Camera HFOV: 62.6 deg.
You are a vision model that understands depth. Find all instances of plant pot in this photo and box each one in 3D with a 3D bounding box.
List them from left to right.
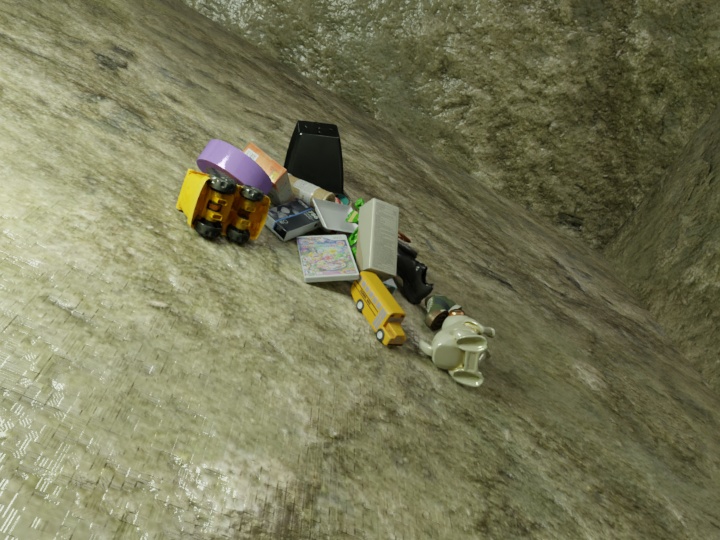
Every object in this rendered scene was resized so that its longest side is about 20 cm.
[{"bbox_3d":[-0.148,-0.382,1.948,0.195,0.181,0.201,5,29,-10],"label":"plant pot"}]

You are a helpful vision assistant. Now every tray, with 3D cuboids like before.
[{"bbox_3d":[-0.067,-0.151,1.730,0.198,0.022,0.109,4,56,-57],"label":"tray"}]

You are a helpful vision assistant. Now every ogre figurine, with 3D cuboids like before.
[{"bbox_3d":[0.020,-0.098,1.696,0.119,0.098,0.202,35,25,-34],"label":"ogre figurine"}]

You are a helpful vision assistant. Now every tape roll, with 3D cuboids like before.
[{"bbox_3d":[-0.329,-0.251,1.548,0.197,0.066,0.201,29,-14,8],"label":"tape roll"}]

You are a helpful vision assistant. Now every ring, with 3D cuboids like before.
[{"bbox_3d":[0.074,-0.138,1.881,0.198,0.019,0.200,34,0,0],"label":"ring"}]

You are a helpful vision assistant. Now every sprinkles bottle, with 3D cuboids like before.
[{"bbox_3d":[-0.169,-0.235,1.787,0.197,0.070,0.068,26,19,27],"label":"sprinkles bottle"}]

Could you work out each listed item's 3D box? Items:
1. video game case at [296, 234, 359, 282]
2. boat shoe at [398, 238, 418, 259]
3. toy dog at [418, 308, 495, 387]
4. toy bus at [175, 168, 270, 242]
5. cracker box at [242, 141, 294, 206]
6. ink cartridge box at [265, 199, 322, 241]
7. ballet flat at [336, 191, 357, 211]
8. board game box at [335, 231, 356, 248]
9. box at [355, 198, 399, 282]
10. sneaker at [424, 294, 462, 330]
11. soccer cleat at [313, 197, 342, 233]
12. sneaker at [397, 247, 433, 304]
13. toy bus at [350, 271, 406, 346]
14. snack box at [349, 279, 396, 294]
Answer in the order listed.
[{"bbox_3d":[-0.090,-0.035,1.562,0.140,0.018,0.201,-3,34,-12],"label":"video game case"},{"bbox_3d":[0.085,-0.086,1.805,0.198,0.058,0.067,32,0,1],"label":"boat shoe"},{"bbox_3d":[0.255,0.189,1.539,0.189,0.143,0.200,-1,20,15],"label":"toy dog"},{"bbox_3d":[-0.349,-0.169,1.449,0.198,0.138,0.191,11,16,-45],"label":"toy bus"},{"bbox_3d":[-0.260,-0.255,1.658,0.133,0.058,0.200,38,-13,11],"label":"cracker box"},{"bbox_3d":[-0.179,-0.148,1.666,0.099,0.040,0.199,40,35,17],"label":"ink cartridge box"},{"bbox_3d":[-0.067,-0.244,2.011,0.075,0.068,0.201,38,11,-44],"label":"ballet flat"},{"bbox_3d":[0.027,-0.089,1.855,0.197,0.044,0.200,33,24,-1],"label":"board game box"},{"bbox_3d":[0.046,-0.081,1.604,0.093,0.077,0.205,17,66,-29],"label":"box"},{"bbox_3d":[0.213,0.113,1.692,0.089,0.068,0.199,35,22,25],"label":"sneaker"},{"bbox_3d":[-0.105,-0.182,1.835,0.084,0.069,0.202,21,30,-14],"label":"soccer cleat"},{"bbox_3d":[0.147,-0.007,1.735,0.202,0.090,0.076,58,28,8],"label":"sneaker"},{"bbox_3d":[0.050,0.097,1.485,0.064,0.079,0.201,9,33,-42],"label":"toy bus"},{"bbox_3d":[0.000,0.000,1.657,0.197,0.037,0.117,21,25,-28],"label":"snack box"}]
